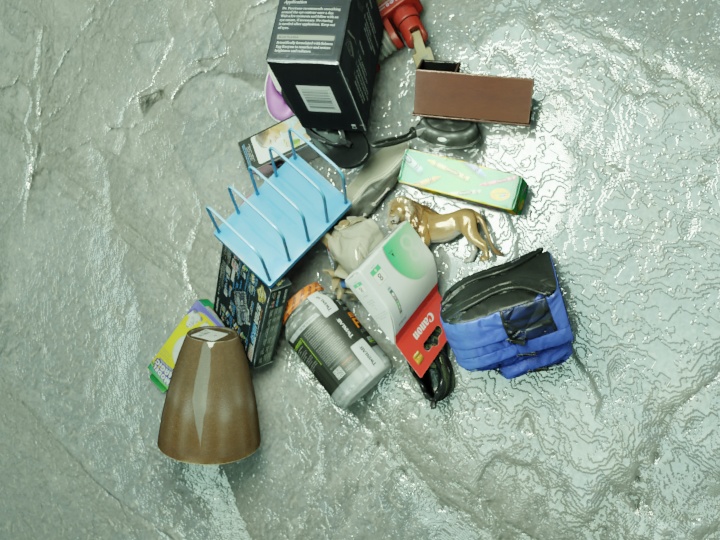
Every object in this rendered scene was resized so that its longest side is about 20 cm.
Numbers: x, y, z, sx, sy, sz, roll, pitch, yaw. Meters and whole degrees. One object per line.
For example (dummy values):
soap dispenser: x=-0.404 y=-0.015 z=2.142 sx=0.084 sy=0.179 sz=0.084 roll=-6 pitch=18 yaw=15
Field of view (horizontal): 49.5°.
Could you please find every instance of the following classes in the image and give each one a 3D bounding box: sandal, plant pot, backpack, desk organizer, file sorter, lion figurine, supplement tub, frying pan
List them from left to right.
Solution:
plant pot: x=-0.266 y=0.209 z=1.386 sx=0.183 sy=0.187 sz=0.204 roll=8 pitch=103 yaw=17
file sorter: x=-0.130 y=-0.106 z=1.259 sx=0.138 sy=0.123 sz=0.200 roll=40 pitch=75 yaw=15
sandal: x=-0.139 y=-0.377 z=1.438 sx=0.081 sy=0.050 sz=0.207 roll=12 pitch=93 yaw=18
sandal: x=-0.065 y=-0.245 z=1.299 sx=0.200 sy=0.043 sz=0.076 roll=46 pitch=103 yaw=11
supplement tub: x=-0.049 y=0.127 z=1.369 sx=0.122 sy=0.122 sz=0.201 roll=-43 pitch=78 yaw=13
frying pan: x=0.111 y=-0.242 z=1.318 sx=0.186 sy=0.116 sz=0.031 roll=4 pitch=128 yaw=1
lion figurine: x=0.144 y=-0.072 z=1.339 sx=0.196 sy=0.072 sz=0.125 roll=-5 pitch=90 yaw=12
desk organizer: x=0.188 y=-0.296 z=1.295 sx=0.196 sy=0.072 sz=0.078 roll=7 pitch=120 yaw=11
backpack: x=0.233 y=0.086 z=1.256 sx=0.196 sy=0.163 sz=0.171 roll=-17 pitch=107 yaw=14

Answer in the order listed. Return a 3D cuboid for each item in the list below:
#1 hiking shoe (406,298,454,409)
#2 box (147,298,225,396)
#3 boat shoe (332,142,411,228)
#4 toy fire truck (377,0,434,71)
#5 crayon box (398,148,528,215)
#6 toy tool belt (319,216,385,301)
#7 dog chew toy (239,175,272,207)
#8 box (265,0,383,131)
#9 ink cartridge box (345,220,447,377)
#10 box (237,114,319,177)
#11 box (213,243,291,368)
hiking shoe: x=0.113 y=0.127 z=1.319 sx=0.074 sy=0.101 sz=0.204 roll=-17 pitch=93 yaw=15
box: x=-0.323 y=0.168 z=1.497 sx=0.117 sy=0.048 sz=0.201 roll=41 pitch=103 yaw=14
boat shoe: x=0.021 y=-0.146 z=1.390 sx=0.200 sy=0.057 sz=0.067 roll=-43 pitch=42 yaw=9
toy fire truck: x=0.049 y=-0.383 z=1.354 sx=0.174 sy=0.128 sz=0.203 roll=-32 pitch=71 yaw=15
crayon box: x=0.173 y=-0.146 z=1.300 sx=0.196 sy=0.119 sz=0.059 roll=16 pitch=94 yaw=17
toy tool belt: x=0.000 y=0.000 z=1.357 sx=0.121 sy=0.125 sz=0.202 roll=6 pitch=137 yaw=38
dog chew toy: x=-0.164 y=-0.094 z=1.414 sx=0.198 sy=0.124 sz=0.127 roll=-27 pitch=82 yaw=24
box: x=-0.047 y=-0.351 z=1.200 sx=0.115 sy=0.197 sz=0.204 roll=6 pitch=73 yaw=14
ink cartridge box: x=0.084 y=0.044 z=1.264 sx=0.201 sy=0.161 sz=0.050 roll=51 pitch=136 yaw=-7
box: x=-0.106 y=-0.234 z=1.394 sx=0.197 sy=0.116 sz=0.061 roll=-22 pitch=86 yaw=15
box: x=-0.196 y=0.048 z=1.382 sx=0.159 sy=0.045 sz=0.202 roll=48 pitch=139 yaw=31
